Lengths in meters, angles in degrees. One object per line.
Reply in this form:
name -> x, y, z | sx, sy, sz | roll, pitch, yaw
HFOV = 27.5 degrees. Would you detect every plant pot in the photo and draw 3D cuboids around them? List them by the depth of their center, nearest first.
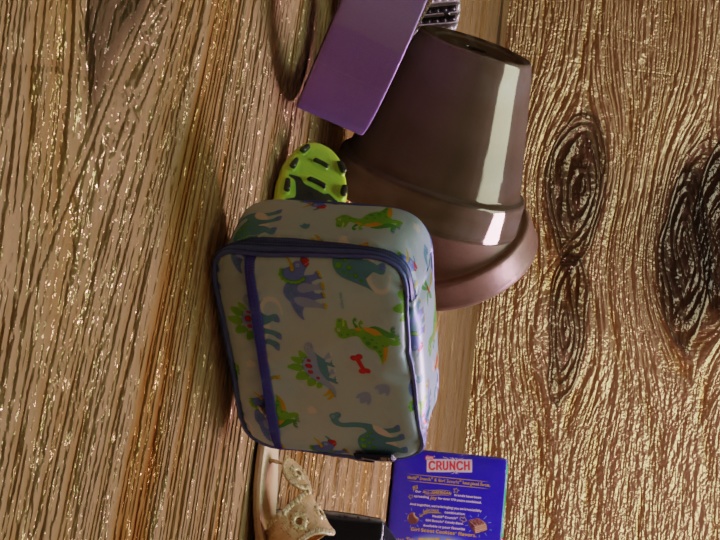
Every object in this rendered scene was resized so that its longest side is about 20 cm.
plant pot -> 0.089, -0.142, 1.460 | 0.200, 0.199, 0.174 | -55, 165, -73
plant pot -> 0.104, -0.077, 1.847 | 0.201, 0.199, 0.175 | -74, 147, -51

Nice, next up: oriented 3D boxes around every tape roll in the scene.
tape roll -> 0.012, -0.221, 1.261 | 0.200, 0.065, 0.201 | -156, -90, -84

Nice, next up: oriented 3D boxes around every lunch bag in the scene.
lunch bag -> -0.025, 0.048, 1.094 | 0.083, 0.160, 0.201 | -65, 157, -52

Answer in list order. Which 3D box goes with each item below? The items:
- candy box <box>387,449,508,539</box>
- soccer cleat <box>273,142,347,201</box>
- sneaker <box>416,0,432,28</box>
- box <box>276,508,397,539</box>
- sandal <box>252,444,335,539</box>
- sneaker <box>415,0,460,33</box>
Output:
candy box -> 0.126, 0.370, 2.153 | 0.077, 0.168, 0.201 | 73, 23, -75
soccer cleat -> -0.055, -0.020, 1.237 | 0.084, 0.064, 0.201 | 131, -29, -51
sneaker -> 0.000, -0.256, 1.445 | 0.200, 0.112, 0.071 | -57, -175, 22
box -> -0.030, 0.332, 1.358 | 0.148, 0.104, 0.201 | 69, 27, -69
sandal -> -0.056, 0.232, 1.254 | 0.078, 0.069, 0.213 | 53, 42, -77
sneaker -> 0.092, -0.385, 1.918 | 0.081, 0.075, 0.201 | -88, 177, -54
